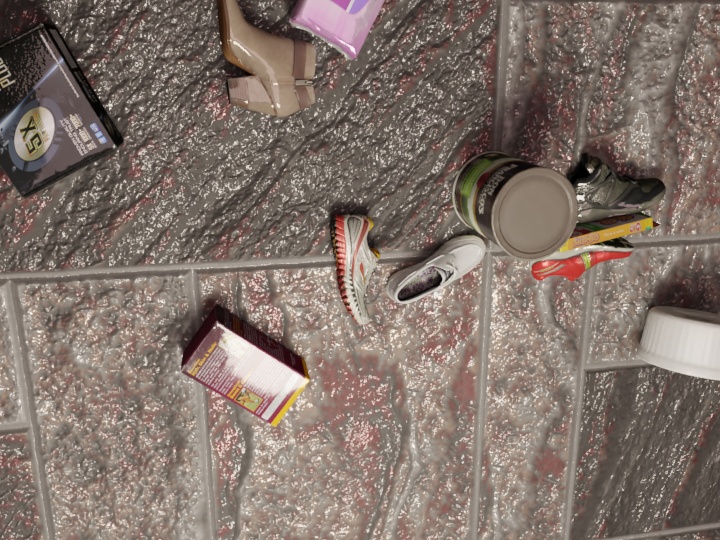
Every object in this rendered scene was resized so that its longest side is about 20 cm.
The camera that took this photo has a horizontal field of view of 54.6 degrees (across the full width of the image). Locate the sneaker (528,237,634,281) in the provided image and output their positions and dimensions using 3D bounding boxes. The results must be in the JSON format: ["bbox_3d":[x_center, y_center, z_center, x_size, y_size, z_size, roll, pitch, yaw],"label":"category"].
[{"bbox_3d":[0.409,-0.023,1.309,0.197,0.077,0.086,-7,119,-2],"label":"sneaker"}]

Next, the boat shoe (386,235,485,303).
[{"bbox_3d":[0.140,0.001,1.253,0.197,0.069,0.073,-21,110,-5],"label":"boat shoe"}]

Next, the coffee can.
[{"bbox_3d":[0.252,-0.114,1.172,0.144,0.200,0.149,-3,107,-10],"label":"coffee can"}]

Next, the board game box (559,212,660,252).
[{"bbox_3d":[0.433,-0.080,1.274,0.197,0.096,0.030,-12,111,-8],"label":"board game box"}]

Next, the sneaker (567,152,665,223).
[{"bbox_3d":[0.462,-0.160,1.267,0.196,0.076,0.116,-10,115,-3],"label":"sneaker"}]

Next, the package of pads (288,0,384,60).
[{"bbox_3d":[-0.018,-0.446,1.084,0.119,0.076,0.202,25,100,-19],"label":"package of pads"}]

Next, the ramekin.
[{"bbox_3d":[0.637,0.133,1.331,0.197,0.200,0.099,6,98,-13],"label":"ramekin"}]

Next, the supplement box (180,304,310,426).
[{"bbox_3d":[-0.201,0.167,1.223,0.199,0.086,0.111,35,97,-19],"label":"supplement box"}]

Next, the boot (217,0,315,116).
[{"bbox_3d":[-0.143,-0.345,1.099,0.144,0.070,0.203,-8,109,-16],"label":"boot"}]

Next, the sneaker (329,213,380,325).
[{"bbox_3d":[0.000,0.000,1.220,0.081,0.078,0.203,-10,108,-10],"label":"sneaker"}]

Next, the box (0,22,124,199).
[{"bbox_3d":[-0.481,-0.238,1.045,0.162,0.086,0.202,-27,110,-2],"label":"box"}]
